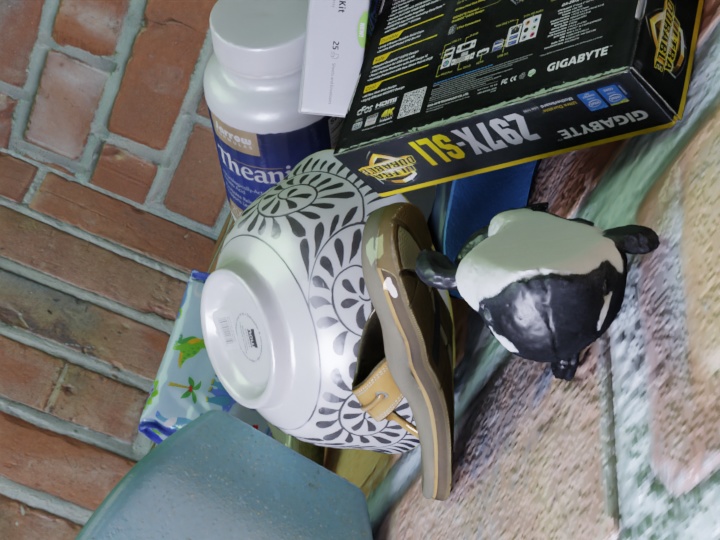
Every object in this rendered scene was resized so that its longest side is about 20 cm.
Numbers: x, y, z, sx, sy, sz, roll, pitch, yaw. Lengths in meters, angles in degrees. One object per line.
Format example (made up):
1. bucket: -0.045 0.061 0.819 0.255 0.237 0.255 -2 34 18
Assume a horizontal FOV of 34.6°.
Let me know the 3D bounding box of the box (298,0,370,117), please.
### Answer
1. box: -0.011 -0.205 0.737 0.156 0.041 0.201 -96 13 -77

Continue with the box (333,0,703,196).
1. box: 0.086 -0.133 0.619 0.199 0.049 0.161 -11 52 44

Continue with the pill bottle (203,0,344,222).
1. pill bottle: -0.063 -0.122 0.914 0.201 0.110 0.111 84 -165 -50

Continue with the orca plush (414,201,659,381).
1. orca plush: 0.076 0.017 0.537 0.200 0.104 0.072 -146 46 -76

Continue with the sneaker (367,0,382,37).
1. sneaker: 0.049 -0.147 0.869 0.079 0.075 0.201 -103 -5 -46

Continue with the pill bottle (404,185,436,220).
1. pill bottle: 0.000 0.000 0.841 0.200 0.109 0.110 123 165 -46

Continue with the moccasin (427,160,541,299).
1. moccasin: 0.073 -0.082 0.712 0.201 0.080 0.068 -69 14 -9

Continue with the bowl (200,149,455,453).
1. bowl: -0.039 0.031 0.726 0.200 0.094 0.202 25 122 49

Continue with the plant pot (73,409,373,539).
1. plant pot: -0.098 0.210 0.729 0.201 0.196 0.196 -63 6 -32

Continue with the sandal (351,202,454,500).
1. sandal: 0.018 0.044 0.599 0.201 0.054 0.081 73 -162 -46

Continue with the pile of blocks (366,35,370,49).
1. pile of blocks: 0.000 -0.233 0.971 0.082 0.062 0.201 -120 52 -75

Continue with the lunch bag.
1. lunch bag: -0.114 0.119 1.155 0.200 0.127 0.171 63 -137 -64

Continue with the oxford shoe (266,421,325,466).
1. oxford shoe: -0.065 0.101 0.977 0.075 0.057 0.201 66 -165 -61
